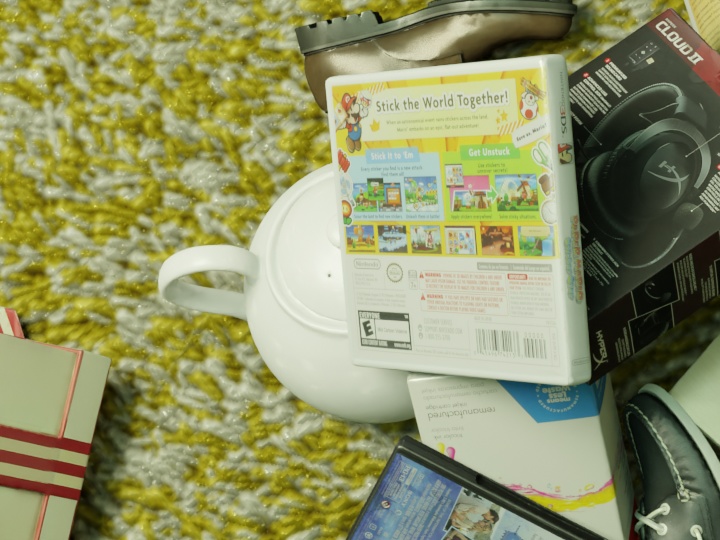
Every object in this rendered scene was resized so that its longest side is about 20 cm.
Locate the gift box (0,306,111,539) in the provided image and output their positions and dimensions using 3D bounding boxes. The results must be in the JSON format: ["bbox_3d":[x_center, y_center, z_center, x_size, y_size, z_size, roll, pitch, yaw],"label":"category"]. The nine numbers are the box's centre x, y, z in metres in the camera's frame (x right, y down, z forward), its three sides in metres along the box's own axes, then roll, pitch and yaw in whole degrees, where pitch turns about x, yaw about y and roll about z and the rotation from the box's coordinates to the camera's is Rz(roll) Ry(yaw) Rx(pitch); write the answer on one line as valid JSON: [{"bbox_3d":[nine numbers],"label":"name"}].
[{"bbox_3d":[-0.301,0.107,1.370,0.200,0.187,0.185,14,86,38],"label":"gift box"}]

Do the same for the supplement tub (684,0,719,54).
[{"bbox_3d":[0.290,-0.163,1.260,0.144,0.145,0.201,-19,75,13],"label":"supplement tub"}]

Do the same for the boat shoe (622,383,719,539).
[{"bbox_3d":[0.209,0.171,1.233,0.060,0.076,0.200,-26,87,-12],"label":"boat shoe"}]

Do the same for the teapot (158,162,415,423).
[{"bbox_3d":[0.000,0.000,1.301,0.197,0.146,0.200,39,83,24],"label":"teapot"}]

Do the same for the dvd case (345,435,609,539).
[{"bbox_3d":[0.086,0.202,1.235,0.200,0.018,0.143,27,121,2],"label":"dvd case"}]

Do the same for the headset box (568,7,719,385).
[{"bbox_3d":[0.170,-0.052,1.171,0.200,0.077,0.149,-34,58,-9],"label":"headset box"}]

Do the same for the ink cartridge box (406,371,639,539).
[{"bbox_3d":[0.110,0.133,1.244,0.116,0.067,0.200,-8,115,16],"label":"ink cartridge box"}]

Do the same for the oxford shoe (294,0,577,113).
[{"bbox_3d":[0.059,-0.151,1.376,0.199,0.073,0.085,-10,93,17],"label":"oxford shoe"}]

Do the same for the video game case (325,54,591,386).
[{"bbox_3d":[0.054,-0.029,1.146,0.200,0.023,0.183,2,99,52],"label":"video game case"}]

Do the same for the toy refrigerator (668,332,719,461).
[{"bbox_3d":[0.295,0.125,1.245,0.200,0.070,0.076,40,85,19],"label":"toy refrigerator"}]
